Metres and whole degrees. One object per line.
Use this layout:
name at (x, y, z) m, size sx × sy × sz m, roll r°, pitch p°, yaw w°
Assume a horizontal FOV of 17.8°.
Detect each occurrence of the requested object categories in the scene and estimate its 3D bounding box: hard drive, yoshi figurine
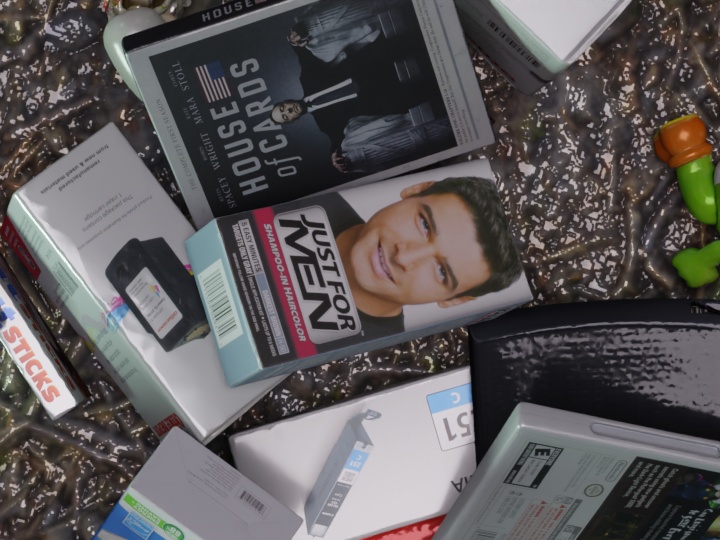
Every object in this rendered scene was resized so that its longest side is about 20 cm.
hard drive at (0.171, 0.088, 1.512) m, size 0.200 × 0.042 × 0.135 m, roll -3°, pitch 96°, yaw 9°
yoshi figurine at (0.278, -0.018, 1.560) m, size 0.112 × 0.112 × 0.200 m, roll -13°, pitch 73°, yaw -39°

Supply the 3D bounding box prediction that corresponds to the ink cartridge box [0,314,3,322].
ink cartridge box at (-0.367, 0.003, 1.525) m, size 0.200 × 0.041 × 0.200 m, roll -31°, pitch 91°, yaw 17°

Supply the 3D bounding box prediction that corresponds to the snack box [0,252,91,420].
snack box at (-0.248, 0.009, 1.555) m, size 0.024 × 0.072 × 0.200 m, roll -32°, pitch 91°, yaw 2°

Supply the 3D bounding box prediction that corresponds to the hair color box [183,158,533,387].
hair color box at (0.000, 0.000, 1.458) m, size 0.200 × 0.061 × 0.099 m, roll -14°, pitch 82°, yaw -28°

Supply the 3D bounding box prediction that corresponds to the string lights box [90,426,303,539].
string lights box at (-0.124, 0.192, 1.500) m, size 0.103 × 0.200 × 0.059 m, roll 36°, pitch 51°, yaw 0°

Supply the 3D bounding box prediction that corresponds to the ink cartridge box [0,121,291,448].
ink cartridge box at (-0.142, 0.018, 1.514) m, size 0.083 × 0.146 × 0.200 m, roll -38°, pitch 91°, yaw -16°

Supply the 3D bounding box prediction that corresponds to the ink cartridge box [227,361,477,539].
ink cartridge box at (0.029, 0.168, 1.572) m, size 0.200 × 0.045 × 0.176 m, roll -17°, pitch 90°, yaw 0°

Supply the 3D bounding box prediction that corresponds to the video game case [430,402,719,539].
video game case at (0.155, 0.159, 1.496) m, size 0.182 × 0.200 × 0.023 m, roll 12°, pitch 52°, yaw -11°

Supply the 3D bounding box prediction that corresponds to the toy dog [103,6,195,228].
toy dog at (-0.088, -0.090, 1.540) m, size 0.132 × 0.096 × 0.200 m, roll 11°, pitch 126°, yaw 36°

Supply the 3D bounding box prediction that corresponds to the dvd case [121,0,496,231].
dvd case at (-0.029, -0.111, 1.425) m, size 0.200 × 0.025 × 0.150 m, roll -18°, pitch 128°, yaw 2°

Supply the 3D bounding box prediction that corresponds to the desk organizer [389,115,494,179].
desk organizer at (0.001, -0.156, 1.546) m, size 0.077 × 0.072 × 0.200 m, roll -34°, pitch 91°, yaw 13°

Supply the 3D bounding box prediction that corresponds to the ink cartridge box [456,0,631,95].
ink cartridge box at (0.095, -0.198, 1.489) m, size 0.146 × 0.200 × 0.086 m, roll 44°, pitch 89°, yaw -1°

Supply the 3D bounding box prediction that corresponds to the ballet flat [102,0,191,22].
ballet flat at (-0.129, -0.249, 1.556) m, size 0.076 × 0.064 × 0.200 m, roll 9°, pitch 90°, yaw 1°
